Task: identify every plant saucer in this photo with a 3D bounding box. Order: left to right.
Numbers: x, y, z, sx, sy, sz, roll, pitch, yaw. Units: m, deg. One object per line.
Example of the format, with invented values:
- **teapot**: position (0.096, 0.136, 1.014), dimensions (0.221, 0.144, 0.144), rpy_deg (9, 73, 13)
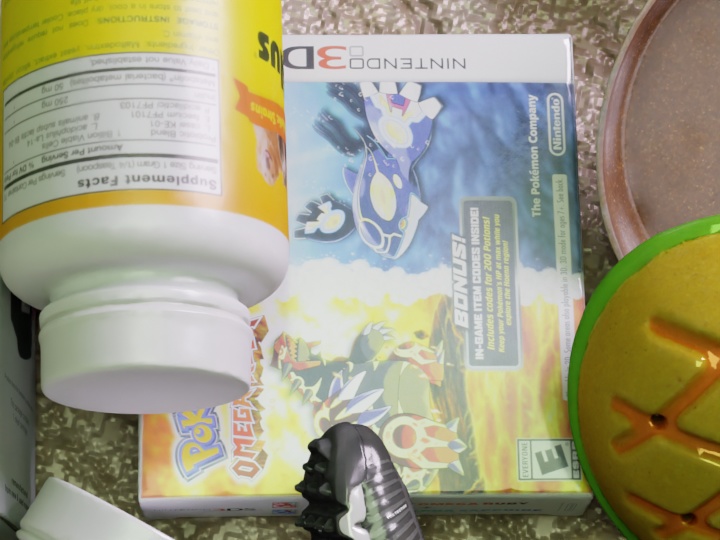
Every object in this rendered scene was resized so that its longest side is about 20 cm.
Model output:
- **plant saucer**: position (0.186, -0.056, 0.879), dimensions (0.200, 0.034, 0.201), rpy_deg (-4, 106, -13)

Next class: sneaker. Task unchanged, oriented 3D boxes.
- **sneaker**: position (0.034, 0.149, 0.827), dimensions (0.090, 0.066, 0.200), rpy_deg (-15, 91, -18)

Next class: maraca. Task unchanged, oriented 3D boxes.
- **maraca**: position (0.156, 0.072, 0.834), dimensions (0.137, 0.107, 0.200), rpy_deg (-16, 107, 12)

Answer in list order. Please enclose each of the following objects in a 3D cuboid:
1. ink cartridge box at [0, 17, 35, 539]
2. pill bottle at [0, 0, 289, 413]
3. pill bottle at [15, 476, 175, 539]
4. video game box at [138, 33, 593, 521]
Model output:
- **ink cartridge box**: position (-0.206, 0.007, 0.851), dimensions (0.145, 0.083, 0.200), rpy_deg (-3, 74, 1)
- **pill bottle**: position (-0.082, -0.051, 0.822), dimensions (0.109, 0.109, 0.200), rpy_deg (-1, 74, -3)
- **pill bottle**: position (-0.125, 0.182, 0.784), dimensions (0.112, 0.112, 0.200), rpy_deg (28, 79, 5)
- **video game box**: position (0.000, 0.000, 0.888), dimensions (0.182, 0.047, 0.200), rpy_deg (-1, 73, -1)
